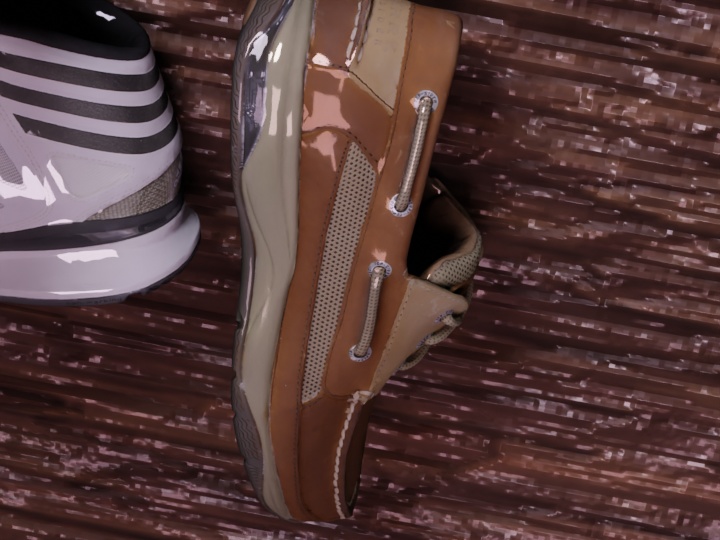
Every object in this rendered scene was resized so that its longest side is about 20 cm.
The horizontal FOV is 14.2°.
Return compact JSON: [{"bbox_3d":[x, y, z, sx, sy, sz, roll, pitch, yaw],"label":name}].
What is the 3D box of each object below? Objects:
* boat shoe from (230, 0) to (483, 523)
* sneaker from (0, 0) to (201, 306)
[{"bbox_3d":[0.000,0.000,0.881,0.074,0.076,0.200,4,132,4],"label":"boat shoe"},{"bbox_3d":[-0.153,-0.049,0.880,0.200,0.076,0.116,-4,122,4],"label":"sneaker"}]
